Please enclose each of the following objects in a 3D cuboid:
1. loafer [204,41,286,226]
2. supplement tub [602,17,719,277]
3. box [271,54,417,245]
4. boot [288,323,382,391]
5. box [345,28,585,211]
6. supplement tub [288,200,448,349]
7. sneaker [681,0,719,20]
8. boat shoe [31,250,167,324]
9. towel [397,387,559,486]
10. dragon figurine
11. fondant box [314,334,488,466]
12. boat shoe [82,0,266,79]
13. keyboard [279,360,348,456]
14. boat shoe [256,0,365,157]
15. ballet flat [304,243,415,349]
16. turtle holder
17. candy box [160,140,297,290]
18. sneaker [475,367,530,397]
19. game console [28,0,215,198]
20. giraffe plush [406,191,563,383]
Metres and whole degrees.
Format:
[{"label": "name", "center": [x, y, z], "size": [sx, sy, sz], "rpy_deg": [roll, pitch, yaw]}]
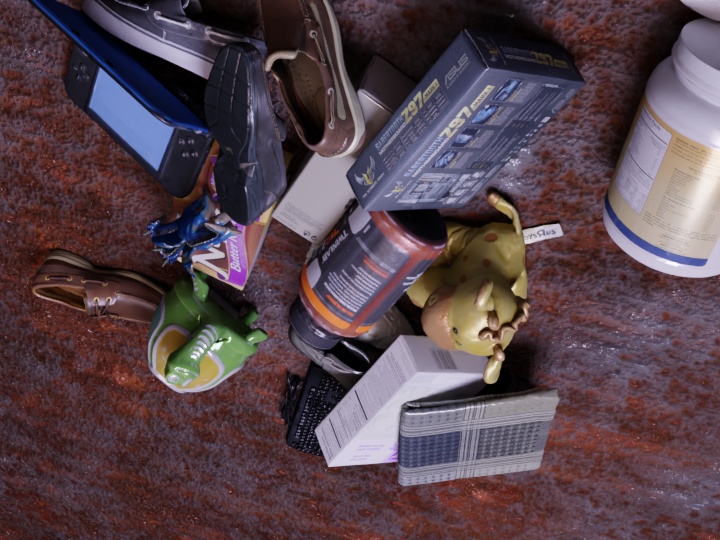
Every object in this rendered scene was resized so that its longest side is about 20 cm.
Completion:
[{"label": "loafer", "center": [-0.110, -0.143, 0.847], "size": [0.072, 0.072, 0.202], "rpy_deg": [36, 141, 25]}, {"label": "supplement tub", "center": [0.318, -0.110, 0.768], "size": [0.142, 0.145, 0.202], "rpy_deg": [13, 132, 5]}, {"label": "box", "center": [-0.016, -0.124, 0.899], "size": [0.068, 0.083, 0.200], "rpy_deg": [32, 132, -11]}, {"label": "boot", "center": [-0.007, 0.122, 1.068], "size": [0.198, 0.068, 0.131], "rpy_deg": [31, 174, -10]}, {"label": "box", "center": [0.099, -0.137, 0.813], "size": [0.200, 0.156, 0.052], "rpy_deg": [-48, 62, 39]}, {"label": "supplement tub", "center": [0.000, 0.000, 0.927], "size": [0.106, 0.108, 0.200], "rpy_deg": [34, 121, -14]}, {"label": "sneaker", "center": [0.337, -0.287, 0.675], "size": [0.086, 0.075, 0.199], "rpy_deg": [29, 139, -25]}, {"label": "boat shoe", "center": [-0.352, 0.039, 1.144], "size": [0.197, 0.068, 0.073], "rpy_deg": [18, 132, 0]}, {"label": "towel", "center": [0.143, 0.207, 1.051], "size": [0.196, 0.035, 0.194], "rpy_deg": [-5, 139, -3]}, {"label": "dragon figurine", "center": [-0.187, -0.033, 0.914], "size": [0.099, 0.200, 0.059], "rpy_deg": [-43, 115, -1]}, {"label": "fondant box", "center": [0.055, 0.166, 1.047], "size": [0.143, 0.059, 0.200], "rpy_deg": [7, 135, -41]}, {"label": "boat shoe", "center": [-0.187, -0.251, 0.852], "size": [0.198, 0.072, 0.069], "rpy_deg": [27, 109, 7]}, {"label": "keyboard", "center": [-0.074, 0.215, 1.231], "size": [0.102, 0.040, 0.202], "rpy_deg": [18, 131, 0]}, {"label": "boat shoe", "center": [-0.057, -0.205, 0.787], "size": [0.074, 0.074, 0.205], "rpy_deg": [-28, 83, 32]}, {"label": "ballet flat", "center": [-0.006, 0.049, 1.053], "size": [0.071, 0.072, 0.200], "rpy_deg": [-26, 119, 32]}, {"label": "turtle holder", "center": [-0.200, 0.093, 1.059], "size": [0.132, 0.186, 0.141], "rpy_deg": [-47, 129, 2]}, {"label": "candy box", "center": [-0.161, -0.081, 0.995], "size": [0.115, 0.057, 0.201], "rpy_deg": [24, 130, -4]}, {"label": "sneaker", "center": [0.147, 0.191, 1.127], "size": [0.198, 0.071, 0.100], "rpy_deg": [-26, 119, 25]}, {"label": "game console", "center": [-0.257, -0.174, 0.866], "size": [0.200, 0.118, 0.171], "rpy_deg": [42, 132, 7]}, {"label": "giraffe plush", "center": [0.129, 0.033, 0.932], "size": [0.198, 0.163, 0.173], "rpy_deg": [-27, 118, 34]}]
